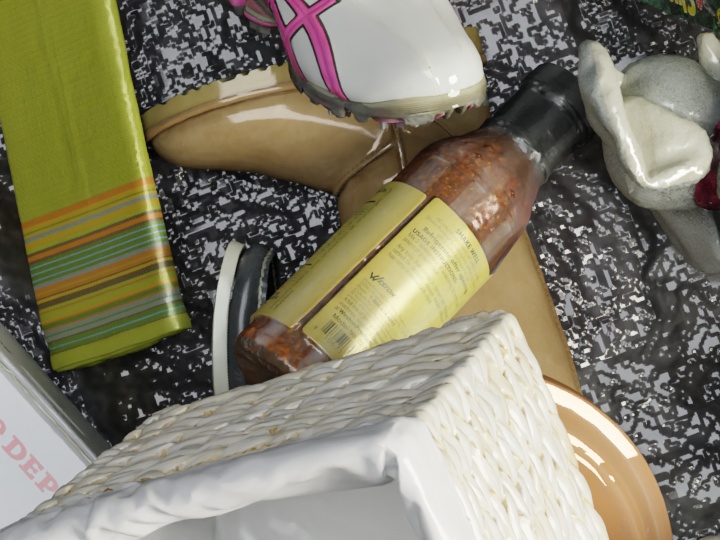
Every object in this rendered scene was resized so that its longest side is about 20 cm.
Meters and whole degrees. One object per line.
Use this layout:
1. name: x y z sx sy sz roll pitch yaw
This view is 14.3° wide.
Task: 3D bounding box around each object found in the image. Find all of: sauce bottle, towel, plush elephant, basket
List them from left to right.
1. towel: -0.131 -0.057 1.348 0.086 0.018 0.200 -17 82 37
2. basket: -0.009 0.142 1.144 0.198 0.161 0.200 -17 105 25
3. sauce bottle: 0.031 -0.012 1.263 0.066 0.066 0.200 44 70 8
4. plush elephant: 0.178 -0.060 1.260 0.155 0.165 0.200 37 82 17

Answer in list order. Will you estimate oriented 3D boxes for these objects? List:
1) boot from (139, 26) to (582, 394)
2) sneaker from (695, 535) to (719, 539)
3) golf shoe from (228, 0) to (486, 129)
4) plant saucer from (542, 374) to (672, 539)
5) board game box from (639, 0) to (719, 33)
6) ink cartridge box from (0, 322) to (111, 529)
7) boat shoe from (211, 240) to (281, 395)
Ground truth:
1. boot: 0.000 0.000 1.325 0.175 0.066 0.200 -13 85 5
2. sneaker: 0.201 0.143 1.271 0.199 0.115 0.081 -9 94 -11
3. golf shoe: -0.009 -0.132 1.272 0.073 0.200 0.092 -18 127 -22
4. plant saucer: 0.047 0.141 1.282 0.200 0.032 0.201 -3 103 -13
5. board game box: 0.172 -0.139 1.247 0.105 0.200 0.024 -18 110 -13
6. ink cartridge box: -0.209 0.129 1.324 0.200 0.088 0.145 -44 82 3
7. boat shoe: -0.029 0.081 1.305 0.067 0.072 0.200 -6 102 9
